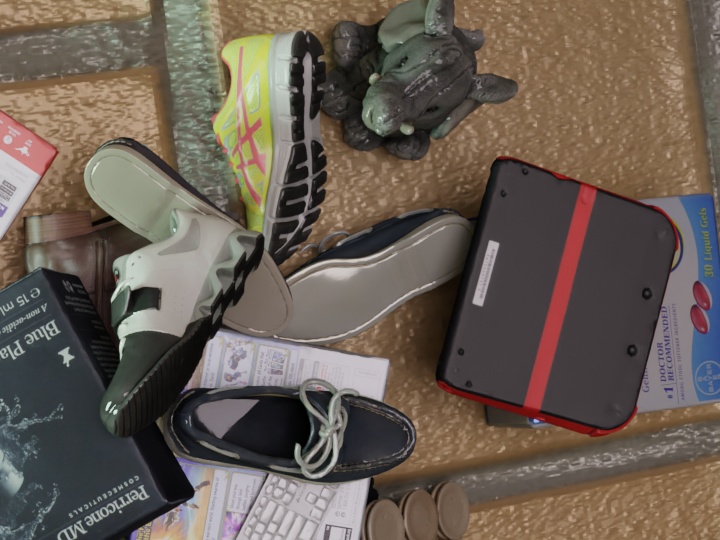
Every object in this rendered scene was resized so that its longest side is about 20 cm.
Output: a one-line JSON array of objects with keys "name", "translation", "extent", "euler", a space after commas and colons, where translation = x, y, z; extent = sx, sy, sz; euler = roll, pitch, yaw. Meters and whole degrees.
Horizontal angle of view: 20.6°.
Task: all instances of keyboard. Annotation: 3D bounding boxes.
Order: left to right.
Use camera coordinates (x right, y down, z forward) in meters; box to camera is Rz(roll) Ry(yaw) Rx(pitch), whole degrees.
[{"name": "keyboard", "translation": [-0.070, 0.215, 1.534], "extent": [0.056, 0.011, 0.201], "euler": [28, 83, -9]}]

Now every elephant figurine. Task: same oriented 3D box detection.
[{"name": "elephant figurine", "translation": [0.056, -0.157, 1.607], "extent": [0.141, 0.200, 0.156], "euler": [18, 82, -19]}]

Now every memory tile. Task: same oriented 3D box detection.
[{"name": "memory tile", "translation": [0.056, 0.281, 1.650], "extent": [0.153, 0.017, 0.201], "euler": [-8, 90, -54]}]

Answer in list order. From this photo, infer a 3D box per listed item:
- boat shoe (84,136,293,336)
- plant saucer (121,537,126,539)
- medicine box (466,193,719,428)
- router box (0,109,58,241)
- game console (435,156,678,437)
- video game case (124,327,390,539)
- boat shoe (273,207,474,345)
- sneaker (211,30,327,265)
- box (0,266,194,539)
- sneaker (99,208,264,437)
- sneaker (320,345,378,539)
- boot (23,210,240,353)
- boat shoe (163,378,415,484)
[{"name": "boat shoe", "translation": [-0.126, -0.031, 1.537], "extent": [0.200, 0.063, 0.073], "euler": [42, 110, -11]}, {"name": "plant saucer", "translation": [-0.215, 0.275, 1.573], "extent": [0.199, 0.048, 0.201], "euler": [5, 86, -20]}, {"name": "medicine box", "translation": [0.205, 0.034, 1.708], "extent": [0.199, 0.103, 0.183], "euler": [-6, 90, -21]}, {"name": "router box", "translation": [-0.365, -0.073, 1.529], "extent": [0.200, 0.049, 0.180], "euler": [34, 77, -16]}, {"name": "game console", "translation": [0.164, 0.024, 1.627], "extent": [0.176, 0.031, 0.201], "euler": [17, 82, -13]}, {"name": "video game case", "translation": [-0.083, 0.152, 1.562], "extent": [0.181, 0.045, 0.201], "euler": [11, 86, -11]}, {"name": "boat shoe", "translation": [0.000, 0.000, 1.653], "extent": [0.200, 0.062, 0.075], "euler": [-29, 114, -10]}, {"name": "sneaker", "translation": [-0.081, -0.101, 1.630], "extent": [0.078, 0.090, 0.201], "euler": [-18, 116, -62]}, {"name": "box", "translation": [-0.261, 0.131, 1.475], "extent": [0.196, 0.117, 0.200], "euler": [-30, 85, 2]}, {"name": "sneaker", "translation": [-0.152, 0.034, 1.442], "extent": [0.088, 0.074, 0.200], "euler": [24, 51, 9]}, {"name": "sneaker", "translation": [-0.008, 0.159, 1.643], "extent": [0.087, 0.076, 0.201], "euler": [-29, 98, -26]}, {"name": "boot", "translation": [-0.180, 0.050, 1.590], "extent": [0.186, 0.064, 0.201], "euler": [-5, 92, -20]}, {"name": "boat shoe", "translation": [-0.046, 0.119, 1.496], "extent": [0.199, 0.062, 0.075], "euler": [11, 78, -18]}]
